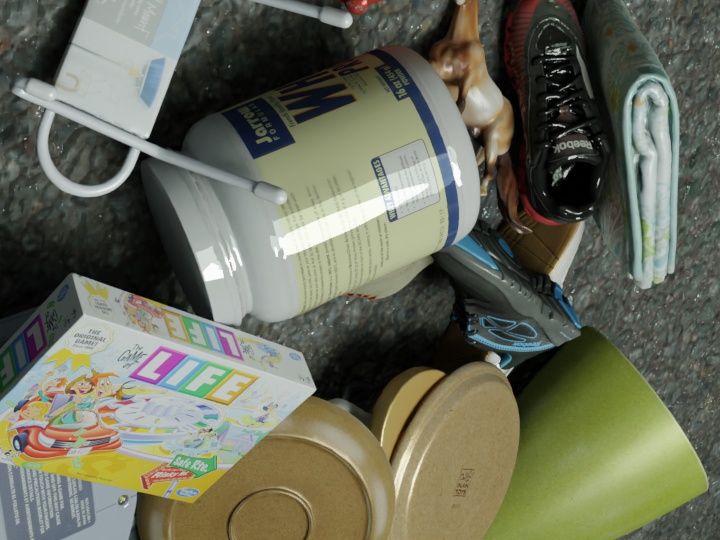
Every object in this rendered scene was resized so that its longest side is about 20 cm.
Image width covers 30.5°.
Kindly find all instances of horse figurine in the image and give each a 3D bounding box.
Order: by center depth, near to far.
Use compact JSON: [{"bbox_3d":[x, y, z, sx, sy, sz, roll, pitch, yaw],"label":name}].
[{"bbox_3d":[0.088,-0.121,1.031,0.201,0.049,0.133,62,34,-37],"label":"horse figurine"}]

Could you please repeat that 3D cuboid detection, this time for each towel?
[{"bbox_3d":[0.218,-0.110,1.100,0.047,0.172,0.202,-9,124,-2],"label":"towel"}]

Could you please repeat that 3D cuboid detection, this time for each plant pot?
[{"bbox_3d":[-0.068,0.186,0.991,0.197,0.028,0.203,-4,114,-8],"label":"plant pot"},{"bbox_3d":[0.186,0.186,1.232,0.199,0.187,0.188,-35,133,-3],"label":"plant pot"}]

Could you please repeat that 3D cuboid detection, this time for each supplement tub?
[{"bbox_3d":[-0.034,-0.053,0.894,0.198,0.145,0.146,-24,127,-15],"label":"supplement tub"}]

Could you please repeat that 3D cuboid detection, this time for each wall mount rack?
[{"bbox_3d":[-0.110,-0.130,0.803,0.172,0.074,0.202,22,85,-19],"label":"wall mount rack"}]

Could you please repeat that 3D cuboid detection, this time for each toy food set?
[{"bbox_3d":[0.067,0.169,1.098,0.199,0.048,0.201,-10,115,-53],"label":"toy food set"}]

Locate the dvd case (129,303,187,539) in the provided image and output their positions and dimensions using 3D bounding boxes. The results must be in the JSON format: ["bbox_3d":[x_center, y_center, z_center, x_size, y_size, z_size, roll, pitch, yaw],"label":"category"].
[{"bbox_3d":[-0.179,0.138,0.967,0.145,0.022,0.202,-24,125,-31],"label":"dvd case"}]

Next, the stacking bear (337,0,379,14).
[{"bbox_3d":[0.017,-0.273,0.870,0.113,0.121,0.202,-3,121,-43],"label":"stacking bear"}]

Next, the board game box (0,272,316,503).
[{"bbox_3d":[-0.142,0.082,0.843,0.134,0.034,0.199,-43,140,22],"label":"board game box"}]

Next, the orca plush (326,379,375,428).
[{"bbox_3d":[-0.014,0.142,1.099,0.199,0.070,0.107,-7,93,-56],"label":"orca plush"}]

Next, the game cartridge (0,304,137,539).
[{"bbox_3d":[-0.212,0.118,0.887,0.132,0.041,0.203,-23,125,-37],"label":"game cartridge"}]

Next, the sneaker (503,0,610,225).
[{"bbox_3d":[0.159,-0.128,1.055,0.070,0.098,0.203,-8,106,-5],"label":"sneaker"}]

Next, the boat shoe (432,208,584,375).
[{"bbox_3d":[0.139,0.025,1.165,0.069,0.071,0.201,22,105,-46],"label":"boat shoe"}]

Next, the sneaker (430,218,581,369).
[{"bbox_3d":[0.102,0.026,1.042,0.082,0.074,0.200,-35,139,16],"label":"sneaker"}]

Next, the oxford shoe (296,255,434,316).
[{"bbox_3d":[0.000,0.000,1.022,0.199,0.071,0.075,-27,130,-29],"label":"oxford shoe"}]
